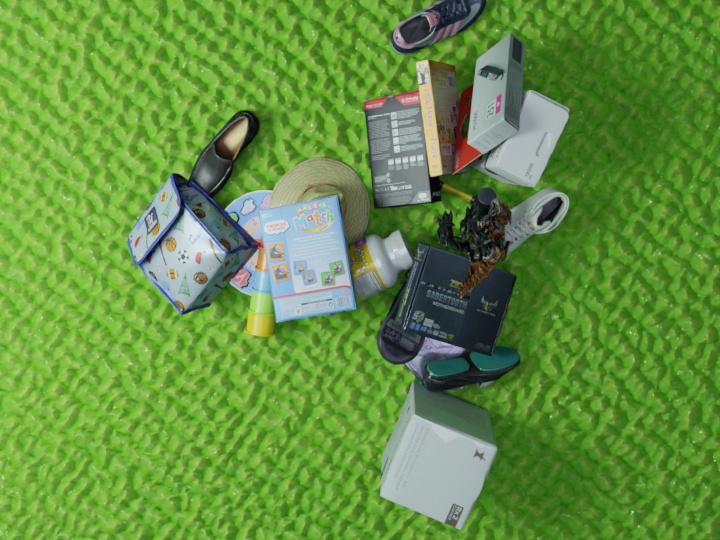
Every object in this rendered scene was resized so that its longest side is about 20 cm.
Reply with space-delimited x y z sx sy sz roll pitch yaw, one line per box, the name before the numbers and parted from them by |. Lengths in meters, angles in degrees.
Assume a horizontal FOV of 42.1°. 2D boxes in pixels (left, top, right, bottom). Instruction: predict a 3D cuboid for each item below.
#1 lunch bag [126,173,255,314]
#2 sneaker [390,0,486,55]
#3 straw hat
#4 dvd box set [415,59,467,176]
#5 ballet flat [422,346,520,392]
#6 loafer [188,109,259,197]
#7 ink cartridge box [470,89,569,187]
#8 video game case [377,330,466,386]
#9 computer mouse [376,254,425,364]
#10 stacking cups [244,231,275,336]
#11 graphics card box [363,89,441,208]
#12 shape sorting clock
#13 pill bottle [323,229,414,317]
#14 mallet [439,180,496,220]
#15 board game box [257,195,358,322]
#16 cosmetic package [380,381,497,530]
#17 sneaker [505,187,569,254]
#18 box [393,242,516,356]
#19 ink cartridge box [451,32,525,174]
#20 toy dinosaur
lunch bag | -0.325 -0.051 1.715 0.200 0.123 0.170 47 112 12
sneaker | 0.147 -0.459 1.715 0.198 0.082 0.071 -32 93 3
straw hat | -0.072 -0.114 1.724 0.197 0.085 0.205 0 88 -8
dvd box set | 0.149 -0.274 1.699 0.029 0.146 0.204 -6 95 25
ballet flat | 0.207 0.192 1.768 0.196 0.073 0.075 -9 94 -18
loafer | -0.264 -0.213 1.742 0.072 0.072 0.202 32 95 -3
ink cartridge box | 0.279 -0.234 1.667 0.083 0.200 0.147 23 94 -9
video game case | 0.150 0.103 1.788 0.200 0.019 0.143 -43 92 2
computer mouse | 0.102 0.086 1.756 0.137 0.053 0.202 34 81 0
stacking cups | -0.178 0.017 1.730 0.059 0.061 0.204 6 100 0
graphics card box | 0.077 -0.220 1.723 0.123 0.051 0.204 -5 92 30
shape sorting clock | -0.181 -0.050 1.770 0.196 0.039 0.204 0 94 1
pill bottle | 0.000 0.000 1.729 0.197 0.104 0.106 -26 93 9
mallet | 0.163 -0.159 1.745 0.198 0.066 0.042 28 64 1
board game box | -0.094 -0.021 1.671 0.148 0.037 0.204 -9 93 9
cosmetic package | 0.139 0.331 1.705 0.162 0.200 0.167 22 100 -1
sneaker | 0.295 -0.083 1.725 0.199 0.116 0.074 -39 95 4
box | 0.173 0.054 1.706 0.197 0.051 0.160 18 91 -24
ink cartridge box | 0.212 -0.291 1.644 0.043 0.173 0.203 28 54 -27
toy dinosaur | 0.212 -0.048 1.649 0.135 0.202 0.101 38 130 -26
